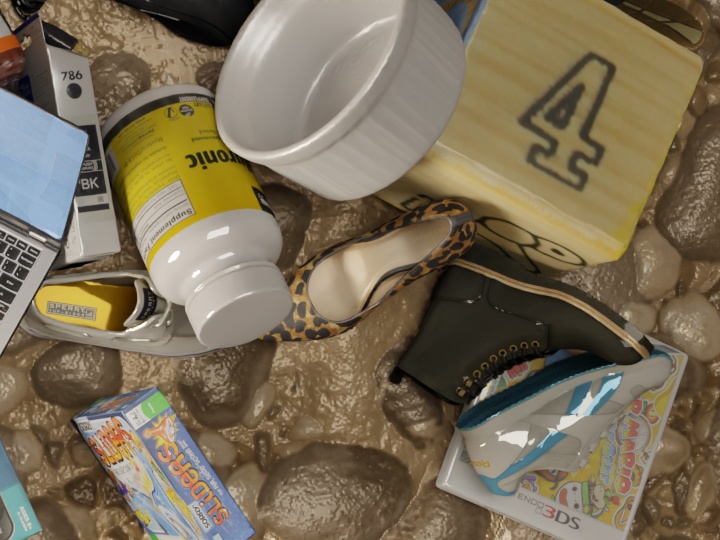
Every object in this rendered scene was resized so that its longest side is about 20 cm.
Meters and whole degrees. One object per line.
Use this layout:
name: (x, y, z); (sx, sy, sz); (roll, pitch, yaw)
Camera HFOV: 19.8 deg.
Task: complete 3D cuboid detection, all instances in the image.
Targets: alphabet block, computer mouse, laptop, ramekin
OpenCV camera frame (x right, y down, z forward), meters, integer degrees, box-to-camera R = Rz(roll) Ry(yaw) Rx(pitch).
alphabet block: (0.136, -0.126, 1.748); (0.200, 0.195, 0.197); (28, 78, -15)
computer mouse: (-0.189, -0.229, 1.723); (0.200, 0.046, 0.141); (30, 74, -14)
laptop: (-0.332, -0.047, 1.591); (0.187, 0.116, 0.200); (27, 78, 5)
ramekin: (-0.012, -0.153, 1.636); (0.098, 0.200, 0.201); (36, 73, -38)

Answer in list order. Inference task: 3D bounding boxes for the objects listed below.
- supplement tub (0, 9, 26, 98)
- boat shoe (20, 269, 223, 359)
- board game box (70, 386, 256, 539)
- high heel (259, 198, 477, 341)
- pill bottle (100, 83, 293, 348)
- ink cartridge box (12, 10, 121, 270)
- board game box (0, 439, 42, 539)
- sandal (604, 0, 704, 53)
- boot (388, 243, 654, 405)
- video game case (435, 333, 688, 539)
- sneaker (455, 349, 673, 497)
supplement tub: (-0.336, -0.192, 1.638); (0.107, 0.107, 0.200); (-31, 94, -19)
boat shoe: (-0.179, 0.031, 1.686); (0.200, 0.070, 0.071); (7, 82, -18)
board game box: (-0.158, 0.158, 1.611); (0.034, 0.200, 0.135); (-35, 95, -19)
high heel: (0.000, 0.000, 1.704); (0.200, 0.143, 0.071); (-27, 84, -8)
pill bottle: (-0.129, -0.042, 1.652); (0.111, 0.111, 0.200); (-16, 63, -20)
ink cartridge box: (-0.240, -0.104, 1.664); (0.039, 0.099, 0.200); (-10, 89, -26)
board game box: (-0.373, 0.179, 1.616); (0.200, 0.047, 0.151); (-25, 93, -19)
sandal: (0.219, -0.229, 1.814); (0.080, 0.054, 0.200); (-24, 49, -32)
boot: (0.135, 0.074, 1.753); (0.138, 0.200, 0.077); (-59, 146, -10)
video game case: (0.181, 0.131, 1.823); (0.182, 0.023, 0.200); (24, 77, -15)
sneaker: (0.183, 0.125, 1.780); (0.200, 0.077, 0.081); (-24, 100, -13)
